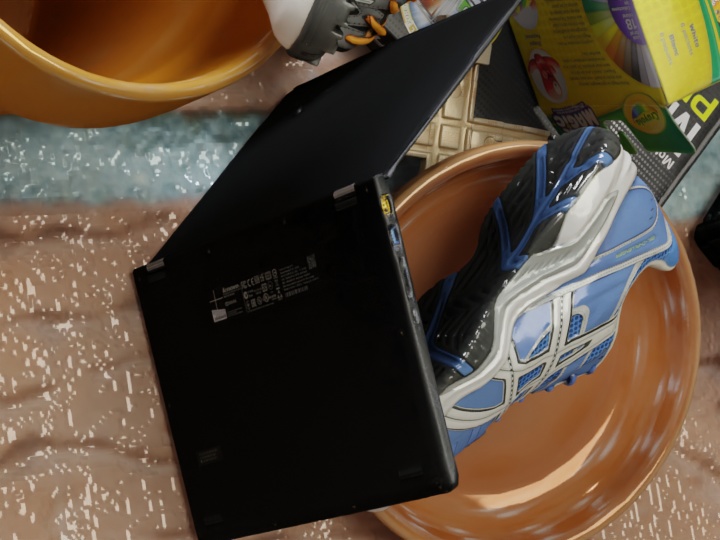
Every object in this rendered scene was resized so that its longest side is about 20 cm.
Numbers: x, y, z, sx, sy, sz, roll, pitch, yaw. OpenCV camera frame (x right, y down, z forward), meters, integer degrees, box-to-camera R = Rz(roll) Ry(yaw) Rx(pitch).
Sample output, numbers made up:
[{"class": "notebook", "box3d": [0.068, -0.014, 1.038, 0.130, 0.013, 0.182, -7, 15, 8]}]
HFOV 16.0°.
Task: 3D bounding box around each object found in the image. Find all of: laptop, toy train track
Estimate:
[{"class": "laptop", "box3d": [0.000, 0.000, 1.116, 0.115, 0.187, 0.202, -10, 85, -38]}, {"class": "toy train track", "box3d": [0.042, -0.021, 1.221, 0.114, 0.032, 0.202, 7, 89, -26]}]

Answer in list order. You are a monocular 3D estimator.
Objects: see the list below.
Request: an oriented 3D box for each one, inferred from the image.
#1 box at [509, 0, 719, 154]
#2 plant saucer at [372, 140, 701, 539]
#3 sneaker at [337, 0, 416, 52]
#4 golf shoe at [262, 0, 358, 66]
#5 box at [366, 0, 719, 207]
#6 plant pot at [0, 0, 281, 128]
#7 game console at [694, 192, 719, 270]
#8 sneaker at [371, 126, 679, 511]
[{"class": "box", "box3d": [0.106, -0.151, 1.199, 0.048, 0.117, 0.201, -24, 104, -24]}, {"class": "plant saucer", "box3d": [0.067, 0.038, 1.207, 0.199, 0.037, 0.202, -5, 102, -23]}, {"class": "sneaker", "box3d": [0.002, -0.141, 1.173, 0.078, 0.199, 0.078, -45, 123, -68]}, {"class": "golf shoe", "box3d": [-0.047, -0.175, 0.974, 0.094, 0.078, 0.202, -2, 77, -20]}, {"class": "box", "box3d": [0.102, -0.128, 1.287, 0.200, 0.044, 0.161, 44, 75, -21]}, {"class": "plant pot", "box3d": [-0.145, -0.143, 1.044, 0.199, 0.183, 0.202, 11, 71, -35]}, {"class": "game console", "box3d": [0.287, 0.019, 1.373, 0.200, 0.118, 0.173, 49, 55, -18]}, {"class": "sneaker", "box3d": [0.068, 0.033, 1.144, 0.200, 0.076, 0.077, -49, 116, -4]}]
